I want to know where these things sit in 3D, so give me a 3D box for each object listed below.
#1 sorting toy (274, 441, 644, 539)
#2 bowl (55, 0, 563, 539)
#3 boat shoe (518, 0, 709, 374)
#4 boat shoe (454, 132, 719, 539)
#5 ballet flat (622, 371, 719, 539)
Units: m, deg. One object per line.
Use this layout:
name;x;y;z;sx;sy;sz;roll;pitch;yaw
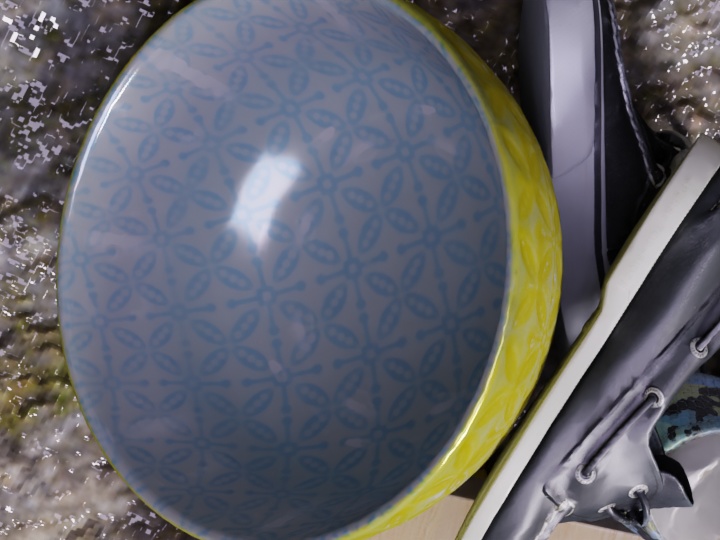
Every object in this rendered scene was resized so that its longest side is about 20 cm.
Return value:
sorting toy;0.038;0.163;1.029;0.198;0.070;0.200;13;114;-7
bowl;0.000;0.000;0.918;0.108;0.200;0.200;7;124;-53
boat shoe;0.099;-0.024;0.941;0.068;0.074;0.200;-10;117;-1
boat shoe;0.092;0.054;0.888;0.066;0.075;0.200;31;96;4
ballet flat;0.164;0.097;0.924;0.200;0.074;0.074;26;112;-3
